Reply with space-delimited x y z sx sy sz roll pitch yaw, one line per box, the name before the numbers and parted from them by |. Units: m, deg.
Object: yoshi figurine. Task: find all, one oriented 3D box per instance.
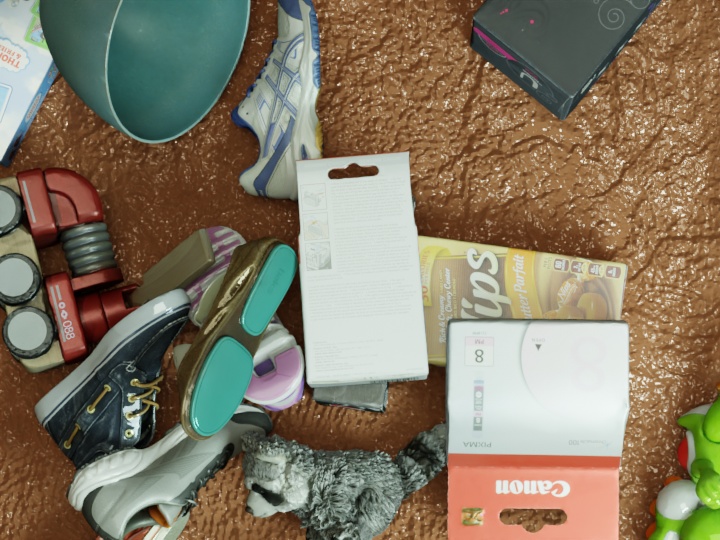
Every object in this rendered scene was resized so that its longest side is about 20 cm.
yoshi figurine | 0.332 0.191 1.625 0.112 0.112 0.201 27 87 -3

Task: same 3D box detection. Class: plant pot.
plant pot | -0.214 -0.234 1.655 0.134 0.200 0.201 24 83 28

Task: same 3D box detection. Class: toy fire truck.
toy fire truck | -0.242 -0.015 1.655 0.199 0.129 0.177 -15 82 -10

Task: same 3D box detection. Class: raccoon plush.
raccoon plush | -0.020 0.165 1.635 0.200 0.097 0.134 -42 103 -31

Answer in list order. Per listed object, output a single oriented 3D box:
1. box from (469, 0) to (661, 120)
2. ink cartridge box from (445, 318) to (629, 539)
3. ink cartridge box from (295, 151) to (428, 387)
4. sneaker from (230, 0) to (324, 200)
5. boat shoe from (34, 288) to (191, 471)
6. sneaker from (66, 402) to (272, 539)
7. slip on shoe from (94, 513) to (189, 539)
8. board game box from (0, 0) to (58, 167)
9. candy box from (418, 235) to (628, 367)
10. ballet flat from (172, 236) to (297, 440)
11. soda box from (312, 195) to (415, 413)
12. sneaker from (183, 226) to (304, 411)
box | 0.208 -0.260 1.679 0.122 0.106 0.200 38 86 6
ink cartridge box | 0.157 0.144 1.615 0.161 0.057 0.202 0 85 1
ink cartridge box | 0.000 0.000 1.616 0.108 0.050 0.201 -4 82 1
sneaker | -0.079 -0.166 1.688 0.087 0.075 0.202 -1 82 1
boat shoe | -0.204 0.106 1.632 0.200 0.071 0.091 -43 76 26
sneaker | -0.161 0.184 1.622 0.199 0.074 0.079 -26 65 -27
slip on shoe | -0.239 0.280 1.641 0.061 0.074 0.200 37 80 13
board game box | -0.357 -0.221 1.718 0.151 0.037 0.201 26 85 3
candy box | 0.139 0.039 1.669 0.199 0.055 0.116 8 85 1
ballet flat | -0.123 0.057 1.585 0.072 0.068 0.201 5 63 39
soda box | 0.003 0.028 1.669 0.070 0.063 0.201 8 83 2
sneaker | -0.107 0.051 1.664 0.080 0.089 0.201 -29 61 0
